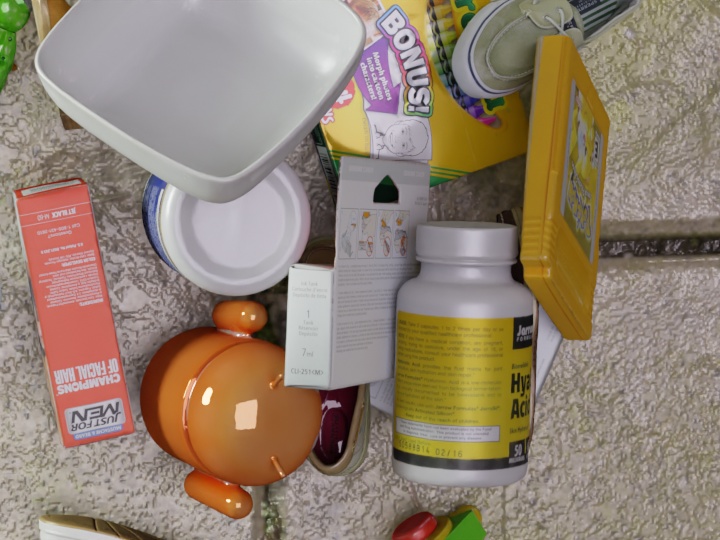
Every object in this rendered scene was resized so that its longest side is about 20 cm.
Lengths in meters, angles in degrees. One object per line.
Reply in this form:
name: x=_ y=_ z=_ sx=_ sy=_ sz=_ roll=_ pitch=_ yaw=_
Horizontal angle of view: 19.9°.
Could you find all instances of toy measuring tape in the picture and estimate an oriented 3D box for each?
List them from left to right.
toy measuring tape: x=0.035 y=0.263 z=1.730 sx=0.200 sy=0.073 sz=0.074 roll=-41 pitch=104 yaw=-36

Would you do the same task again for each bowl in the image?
bowl: x=-0.114 y=-0.144 z=1.511 sx=0.199 sy=0.075 sz=0.200 roll=31 pitch=61 yaw=18

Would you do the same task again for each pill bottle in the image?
pill bottle: x=-0.112 y=-0.045 z=1.621 sx=0.115 sy=0.200 sz=0.117 roll=-1 pitch=95 yaw=-13
pill bottle: x=0.081 y=0.064 z=1.624 sx=0.110 sy=0.111 sz=0.202 roll=0 pitch=96 yaw=-12

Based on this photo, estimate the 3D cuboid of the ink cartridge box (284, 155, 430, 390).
ink cartridge box: x=0.000 y=0.000 z=1.613 sx=0.043 sy=0.200 sz=0.175 roll=2 pitch=92 yaw=22

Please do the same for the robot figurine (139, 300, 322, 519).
robot figurine: x=-0.103 y=0.109 z=1.634 sx=0.117 sy=0.200 sz=0.144 roll=45 pitch=75 yaw=-24

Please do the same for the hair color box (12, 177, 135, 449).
hair color box: x=-0.232 y=0.032 z=1.648 sx=0.063 sy=0.111 sz=0.202 roll=-12 pitch=97 yaw=-10

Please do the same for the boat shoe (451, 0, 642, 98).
boat shoe: x=0.156 y=-0.205 z=1.695 sx=0.200 sy=0.062 sz=0.072 roll=-36 pitch=108 yaw=-34

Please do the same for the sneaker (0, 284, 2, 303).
sneaker: x=-0.382 y=0.026 z=1.617 sx=0.198 sy=0.105 sz=0.076 roll=-2 pitch=96 yaw=-12

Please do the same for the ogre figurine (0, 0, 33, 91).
ogre figurine: x=-0.331 y=-0.175 z=1.616 sx=0.119 sy=0.098 sz=0.201 roll=22 pitch=79 yaw=-2

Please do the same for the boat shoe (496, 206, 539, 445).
boat shoe: x=0.109 y=0.048 z=1.701 sx=0.071 sy=0.072 sz=0.202 roll=1 pitch=96 yaw=0

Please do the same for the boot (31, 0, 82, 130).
boot: x=-0.177 y=-0.177 z=1.608 sx=0.143 sy=0.201 sz=0.071 roll=-12 pitch=66 yaw=-3

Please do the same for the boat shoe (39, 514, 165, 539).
boat shoe: x=-0.178 y=0.256 z=1.700 sx=0.199 sy=0.071 sz=0.070 roll=20 pitch=91 yaw=-15

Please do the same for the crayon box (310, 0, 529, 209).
crayon box: x=0.033 y=-0.169 z=1.713 sx=0.171 sy=0.058 sz=0.201 roll=-20 pitch=99 yaw=-10

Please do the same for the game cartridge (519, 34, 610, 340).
game cartridge: x=0.168 y=-0.064 z=1.670 sx=0.032 sy=0.176 sz=0.202 roll=-1 pitch=71 yaw=18

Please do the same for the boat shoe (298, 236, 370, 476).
boat shoe: x=-0.022 y=0.072 z=1.706 sx=0.073 sy=0.066 sz=0.202 roll=-6 pitch=89 yaw=6

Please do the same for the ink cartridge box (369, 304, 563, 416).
ink cartridge box: x=0.067 y=0.054 z=1.759 sx=0.199 sy=0.047 sz=0.161 roll=24 pitch=90 yaw=3
